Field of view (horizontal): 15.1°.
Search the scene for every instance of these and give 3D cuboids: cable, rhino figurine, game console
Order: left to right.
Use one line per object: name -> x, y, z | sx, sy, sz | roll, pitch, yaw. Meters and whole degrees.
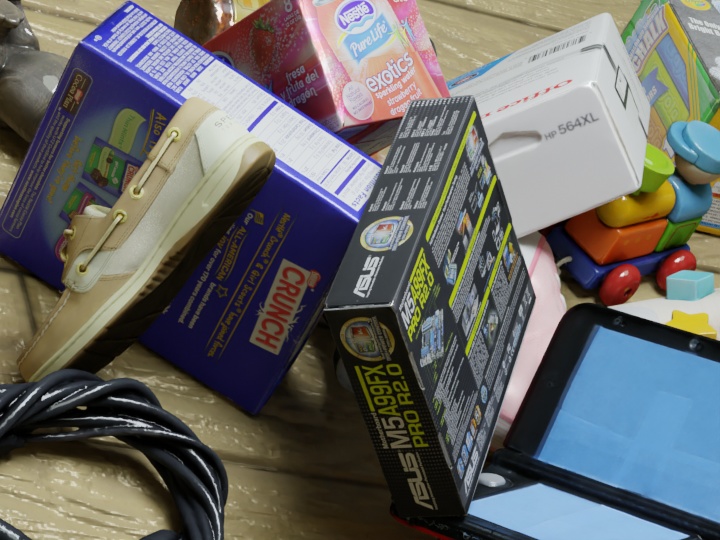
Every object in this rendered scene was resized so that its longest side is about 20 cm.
rhino figurine -> -0.180, -0.097, 1.729 | 0.200, 0.088, 0.060 | 44, 42, 20
cable -> -0.149, 0.124, 1.487 | 0.199, 0.051, 0.164 | 4, 41, -36
game console -> 0.144, 0.104, 1.588 | 0.199, 0.119, 0.172 | 16, 17, 39

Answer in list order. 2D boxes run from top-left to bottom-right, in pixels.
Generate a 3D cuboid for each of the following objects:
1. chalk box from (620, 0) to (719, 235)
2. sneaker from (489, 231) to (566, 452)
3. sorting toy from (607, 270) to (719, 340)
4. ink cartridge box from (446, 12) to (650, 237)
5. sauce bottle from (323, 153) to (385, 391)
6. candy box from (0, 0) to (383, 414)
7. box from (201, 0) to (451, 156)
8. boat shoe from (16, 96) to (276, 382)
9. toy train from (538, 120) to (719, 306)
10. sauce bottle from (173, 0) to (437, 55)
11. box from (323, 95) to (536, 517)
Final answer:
chalk box -> 0.266, -0.137, 2.113 | 0.124, 0.124, 0.201 | 11, 36, -26
sneaker -> 0.117, 0.058, 1.775 | 0.104, 0.076, 0.201 | 29, 36, -6
sorting toy -> 0.213, 0.070, 1.838 | 0.179, 0.107, 0.201 | -2, 41, -13
ink cartridge box -> 0.116, -0.092, 1.860 | 0.085, 0.145, 0.200 | 64, 15, -14
sauce bottle -> 0.000, 0.000, 1.749 | 0.066, 0.066, 0.200 | 20, 33, -15
candy box -> -0.101, -0.036, 1.634 | 0.199, 0.169, 0.077 | 34, 36, 4
box -> -0.050, -0.103, 1.716 | 0.102, 0.200, 0.095 | -12, 79, -42
boat shoe -> -0.133, -0.013, 1.556 | 0.066, 0.200, 0.074 | 44, 9, 12
toy train -> 0.179, -0.042, 1.917 | 0.199, 0.116, 0.085 | -13, 51, -48
sauce bottle -> -0.037, -0.163, 1.958 | 0.199, 0.066, 0.066 | 6, 40, -36
box -> 0.045, 0.020, 1.593 | 0.044, 0.161, 0.200 | -4, 38, 22
